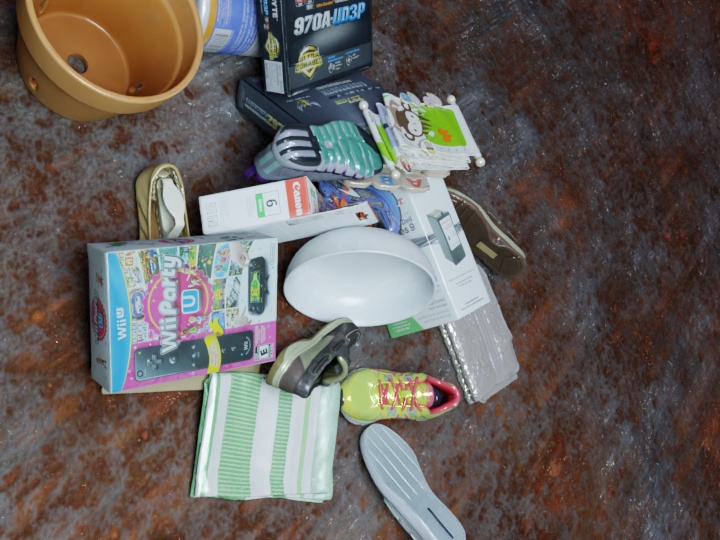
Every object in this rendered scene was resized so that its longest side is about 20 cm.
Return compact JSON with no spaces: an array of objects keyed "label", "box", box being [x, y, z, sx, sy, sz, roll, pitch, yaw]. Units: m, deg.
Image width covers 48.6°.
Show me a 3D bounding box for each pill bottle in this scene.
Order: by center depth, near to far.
[{"label":"pill bottle","box":[-0.155,-0.344,1.064,0.198,0.112,0.113,-8,82,-42]}]

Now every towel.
[{"label":"towel","box":[-0.109,0.205,0.978,0.198,0.023,0.155,13,77,-38]},{"label":"towel","box":[0.183,0.100,1.271,0.132,0.034,0.202,-24,93,-43]}]

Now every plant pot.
[{"label":"plant pot","box":[-0.296,-0.259,0.897,0.198,0.139,0.203,13,69,-37]}]

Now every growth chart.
[{"label":"growth chart","box":[0.085,-0.190,1.091,0.198,0.018,0.146,-11,66,-40]}]

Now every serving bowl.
[{"label":"serving bowl","box":[0.000,0.000,1.039,0.199,0.199,0.067,23,53,-33]}]

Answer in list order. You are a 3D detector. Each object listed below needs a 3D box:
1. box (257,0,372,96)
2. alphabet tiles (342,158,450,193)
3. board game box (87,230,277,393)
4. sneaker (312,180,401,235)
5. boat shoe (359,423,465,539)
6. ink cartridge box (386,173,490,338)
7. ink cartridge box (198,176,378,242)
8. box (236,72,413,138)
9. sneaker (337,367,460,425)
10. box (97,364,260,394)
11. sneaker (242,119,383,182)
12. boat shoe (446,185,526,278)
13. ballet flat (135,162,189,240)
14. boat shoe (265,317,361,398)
[{"label":"box","box":[-0.056,-0.333,1.060,0.199,0.046,0.161,-33,130,-48]},{"label":"alphabet tiles","box":[0.023,-0.166,1.111,0.197,0.015,0.197,4,35,-12]},{"label":"board game box","box":[-0.190,0.039,0.870,0.198,0.064,0.150,-7,105,-36]},{"label":"sneaker","box":[-0.022,-0.091,1.087,0.078,0.076,0.199,-32,56,-33]},{"label":"boat shoe","box":[0.057,0.305,1.078,0.073,0.067,0.201,-23,71,-37]},{"label":"ink cartridge box","box":[0.077,-0.021,1.142,0.084,0.145,0.202,-23,91,-42]},{"label":"ink cartridge box","box":[-0.084,-0.073,0.970,0.109,0.197,0.051,46,33,-78]},{"label":"box","box":[-0.047,-0.224,1.105,0.199,0.051,0.157,-24,54,-41]},{"label":"sneaker","box":[0.057,0.169,1.103,0.198,0.090,0.079,5,75,-38]},{"label":"box","box":[-0.196,0.060,0.925,0.198,0.021,0.166,5,97,-40]},{"label":"sneaker","box":[-0.056,-0.138,0.985,0.199,0.087,0.075,-2,72,-53]},{"label":"boat shoe","box":[0.192,-0.071,1.319,0.202,0.074,0.075,43,29,-21]},{"label":"ballet flat","box":[-0.227,-0.031,0.938,0.068,0.063,0.203,-6,81,-41]},{"label":"boat shoe","box":[-0.045,0.116,1.009,0.066,0.072,0.200,37,23,15]}]
